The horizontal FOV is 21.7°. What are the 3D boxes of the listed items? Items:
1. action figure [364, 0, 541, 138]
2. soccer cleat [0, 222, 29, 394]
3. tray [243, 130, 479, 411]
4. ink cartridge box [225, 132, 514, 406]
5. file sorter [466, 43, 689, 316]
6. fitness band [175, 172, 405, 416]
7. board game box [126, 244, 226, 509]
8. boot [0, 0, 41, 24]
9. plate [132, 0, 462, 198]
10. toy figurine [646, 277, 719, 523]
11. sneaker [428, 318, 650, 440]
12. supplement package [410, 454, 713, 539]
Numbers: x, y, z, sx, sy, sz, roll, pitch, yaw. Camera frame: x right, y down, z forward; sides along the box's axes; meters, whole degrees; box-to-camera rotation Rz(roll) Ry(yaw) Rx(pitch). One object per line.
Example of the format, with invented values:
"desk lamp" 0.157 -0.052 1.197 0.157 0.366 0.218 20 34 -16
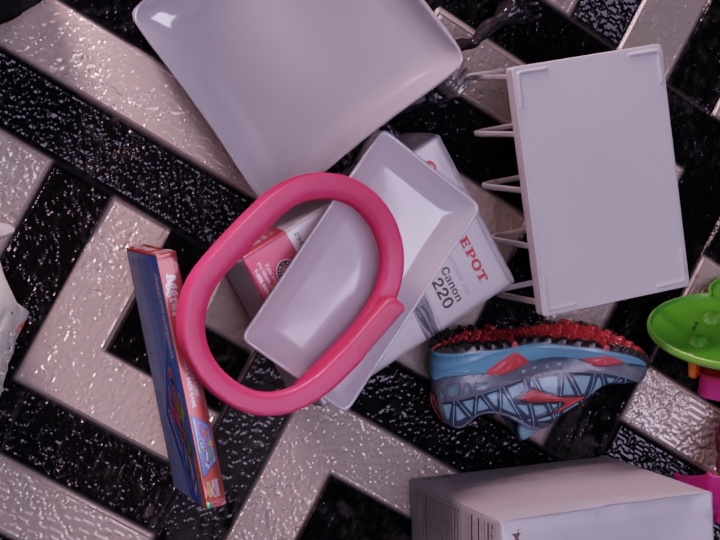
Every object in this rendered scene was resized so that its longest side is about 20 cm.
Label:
"action figure" 0.045 -0.189 1.538 0.200 0.102 0.119 -37 91 -14
"soccer cleat" -0.291 0.059 1.454 0.077 0.069 0.202 -7 93 -22
"tray" 0.000 0.000 1.487 0.107 0.022 0.201 36 82 -16
"ink cartridge box" 0.005 -0.003 1.545 0.199 0.085 0.146 -33 104 -17
"file sorter" 0.176 -0.078 1.579 0.138 0.124 0.202 -11 97 -20
"fitness band" -0.051 0.017 1.443 0.144 0.037 0.200 46 78 -13
"board game box" -0.146 0.081 1.486 0.019 0.103 0.202 -13 98 -18
"boot" -0.337 -0.248 1.415 0.151 0.073 0.200 -45 112 -12
"plate" -0.049 -0.184 1.492 0.199 0.032 0.200 -37 85 10
"toy figurine" 0.326 0.123 1.657 0.149 0.200 0.186 9 115 19
"sneaker" 0.151 0.096 1.619 0.198 0.079 0.096 0 107 -13
"supplement package" 0.165 0.248 1.557 0.190 0.200 0.148 -5 95 -19
